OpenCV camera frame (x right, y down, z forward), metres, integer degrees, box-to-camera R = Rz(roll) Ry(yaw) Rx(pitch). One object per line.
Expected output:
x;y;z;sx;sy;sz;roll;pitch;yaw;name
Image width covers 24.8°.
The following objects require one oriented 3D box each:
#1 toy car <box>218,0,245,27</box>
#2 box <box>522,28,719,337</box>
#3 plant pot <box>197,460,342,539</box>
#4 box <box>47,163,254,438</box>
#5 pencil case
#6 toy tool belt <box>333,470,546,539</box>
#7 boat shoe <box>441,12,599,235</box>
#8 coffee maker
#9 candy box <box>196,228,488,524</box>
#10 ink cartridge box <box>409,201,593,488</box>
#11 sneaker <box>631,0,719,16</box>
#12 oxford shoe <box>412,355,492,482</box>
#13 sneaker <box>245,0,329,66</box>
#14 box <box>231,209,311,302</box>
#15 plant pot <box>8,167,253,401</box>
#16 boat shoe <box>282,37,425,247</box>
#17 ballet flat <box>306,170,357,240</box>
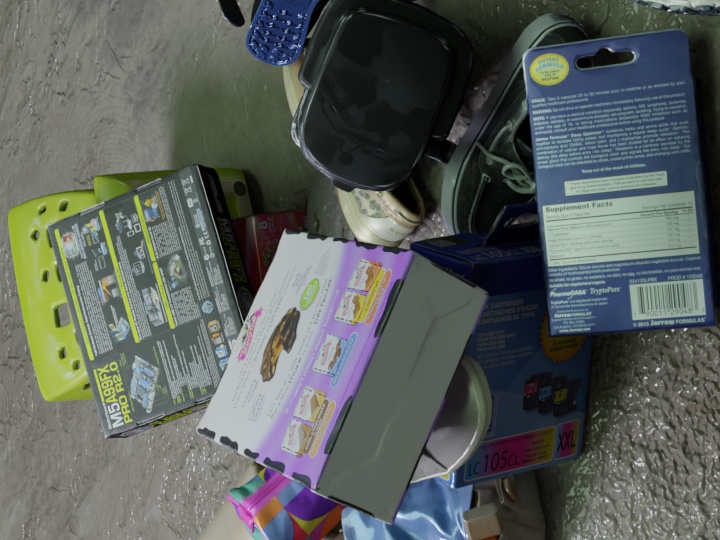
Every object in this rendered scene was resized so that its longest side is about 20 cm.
-0.103;-0.315;1.427;0.157;0.163;0.202;-18;89;54;toy car
0.180;-0.059;1.129;0.120;0.032;0.202;-4;93;22;box
-0.071;0.266;1.466;0.201;0.199;0.185;49;121;38;plant pot
-0.175;0.028;1.441;0.159;0.044;0.202;-21;79;18;box
-0.016;0.149;1.343;0.088;0.200;0.088;45;174;6;pencil case
0.040;0.208;1.287;0.199;0.123;0.126;-20;77;26;toy tool belt
0.123;-0.088;1.216;0.200;0.073;0.068;-61;34;27;boat shoe
0.012;-0.159;1.240;0.200;0.133;0.194;-118;26;-85;coffee maker
-0.018;0.067;1.150;0.200;0.071;0.169;13;78;61;candy box
0.103;0.045;1.211;0.076;0.135;0.202;18;111;49;ink cartridge box
0.195;-0.226;1.091;0.200;0.077;0.087;35;120;46;sneaker
0.026;0.118;1.168;0.200;0.057;0.076;-37;64;50;oxford shoe
-0.041;-0.253;1.333;0.200;0.070;0.078;-48;24;52;sneaker
-0.074;0.049;1.492;0.099;0.095;0.202;-6;91;54;box
-0.201;0.005;1.587;0.181;0.198;0.202;-22;78;47;plant pot
-0.001;-0.117;1.391;0.063;0.073;0.201;-38;75;48;boat shoe
0.000;0.000;1.432;0.067;0.046;0.202;-29;69;39;ballet flat
